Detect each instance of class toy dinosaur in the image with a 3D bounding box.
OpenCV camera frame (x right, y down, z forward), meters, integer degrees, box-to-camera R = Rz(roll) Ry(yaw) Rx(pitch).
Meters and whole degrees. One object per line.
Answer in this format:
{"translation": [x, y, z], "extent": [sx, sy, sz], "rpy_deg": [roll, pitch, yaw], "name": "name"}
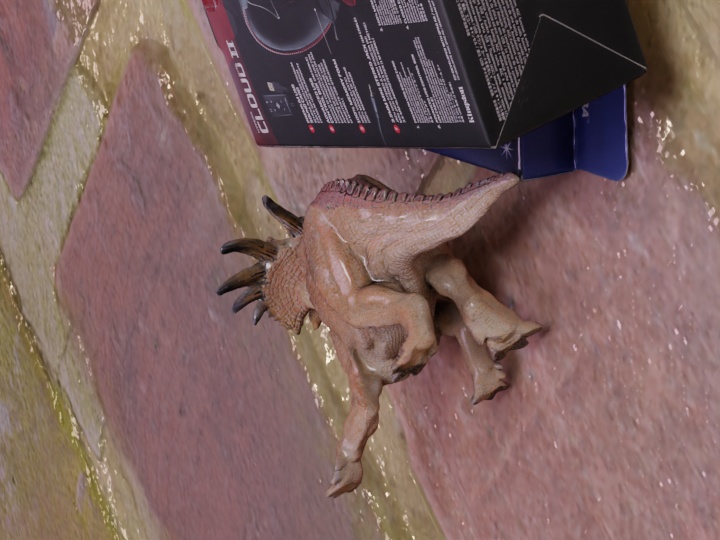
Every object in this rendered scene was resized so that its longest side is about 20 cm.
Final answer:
{"translation": [0.000, 0.000, 0.948], "extent": [0.136, 0.086, 0.200], "rpy_deg": [58, 155, 22], "name": "toy dinosaur"}

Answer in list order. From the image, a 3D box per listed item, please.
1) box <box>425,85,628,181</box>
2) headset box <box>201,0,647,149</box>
{"translation": [0.039, -0.108, 0.915], "extent": [0.200, 0.032, 0.122], "rpy_deg": [21, 118, 58], "name": "box"}
{"translation": [0.000, -0.126, 0.835], "extent": [0.200, 0.075, 0.149], "rpy_deg": [5, 118, 61], "name": "headset box"}
